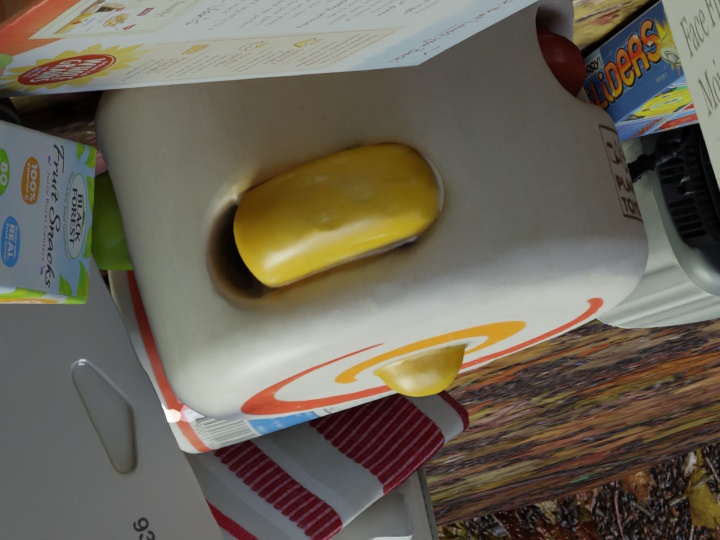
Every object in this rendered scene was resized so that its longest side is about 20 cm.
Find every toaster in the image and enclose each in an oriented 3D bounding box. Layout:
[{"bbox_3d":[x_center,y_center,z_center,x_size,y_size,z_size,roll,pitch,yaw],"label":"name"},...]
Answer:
[{"bbox_3d":[0.176,-0.036,1.340,0.199,0.114,0.129,-14,173,-25],"label":"toaster"}]

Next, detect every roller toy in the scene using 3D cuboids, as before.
[{"bbox_3d":[0.007,-0.023,1.035,0.182,0.140,0.200,-11,169,-30],"label":"roller toy"}]

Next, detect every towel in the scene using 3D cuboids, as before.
[{"bbox_3d":[-0.058,0.069,1.333,0.200,0.144,0.023,-34,159,-40],"label":"towel"}]

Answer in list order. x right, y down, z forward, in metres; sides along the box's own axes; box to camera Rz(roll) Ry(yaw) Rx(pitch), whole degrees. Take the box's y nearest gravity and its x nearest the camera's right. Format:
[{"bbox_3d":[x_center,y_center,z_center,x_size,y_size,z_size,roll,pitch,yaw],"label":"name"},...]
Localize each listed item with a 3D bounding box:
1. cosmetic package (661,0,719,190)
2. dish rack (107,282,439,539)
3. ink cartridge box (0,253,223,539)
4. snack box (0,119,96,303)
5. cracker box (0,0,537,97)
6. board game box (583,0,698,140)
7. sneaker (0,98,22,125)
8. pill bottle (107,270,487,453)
[{"bbox_3d":[0.152,-0.104,0.619,0.164,0.201,0.165,-16,171,-7],"label":"cosmetic package"},{"bbox_3d":[-0.046,0.078,1.379,0.171,0.200,0.044,2,141,-18],"label":"dish rack"},{"bbox_3d":[-0.141,0.070,1.107,0.084,0.145,0.200,-26,-177,-21],"label":"ink cartridge box"},{"bbox_3d":[-0.193,-0.021,0.806,0.199,0.053,0.142,1,177,19],"label":"snack box"},{"bbox_3d":[-0.023,-0.098,0.802,0.200,0.058,0.134,-7,168,-41],"label":"cracker box"},{"bbox_3d":[0.181,-0.105,1.176,0.135,0.035,0.200,-13,170,-24],"label":"board game box"},{"bbox_3d":[-0.174,0.014,0.929,0.199,0.104,0.060,-26,153,-31],"label":"sneaker"},{"bbox_3d":[0.000,0.000,1.253,0.199,0.113,0.112,-18,171,8],"label":"pill bottle"}]
